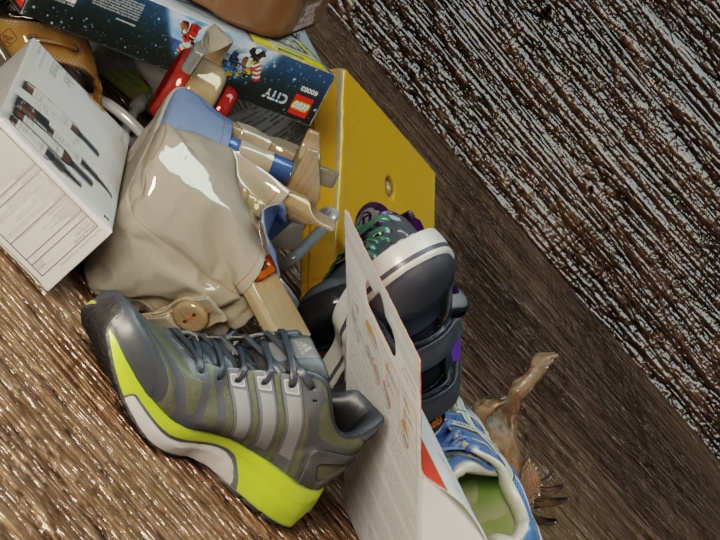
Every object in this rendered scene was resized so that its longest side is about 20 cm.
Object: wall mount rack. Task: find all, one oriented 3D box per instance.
[{"bbox_3d":[-0.098,-0.056,1.484,0.200,0.075,0.174,48,-19,-15],"label":"wall mount rack"}]

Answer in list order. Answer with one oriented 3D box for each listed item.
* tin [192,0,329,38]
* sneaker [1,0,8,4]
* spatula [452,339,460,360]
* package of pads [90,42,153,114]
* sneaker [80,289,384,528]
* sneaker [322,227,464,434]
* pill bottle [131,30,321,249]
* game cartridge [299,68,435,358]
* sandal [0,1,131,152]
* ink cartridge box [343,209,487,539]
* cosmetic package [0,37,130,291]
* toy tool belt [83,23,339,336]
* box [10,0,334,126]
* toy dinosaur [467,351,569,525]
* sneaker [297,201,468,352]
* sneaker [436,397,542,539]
[{"bbox_3d":[-0.076,-0.187,1.432,0.112,0.042,0.200,25,13,6],"label":"tin"},{"bbox_3d":[-0.230,-0.225,1.517,0.076,0.075,0.200,49,7,-5],"label":"sneaker"},{"bbox_3d":[0.061,0.070,1.652,0.200,0.021,0.057,90,4,-59],"label":"spatula"},{"bbox_3d":[-0.183,-0.204,1.683,0.200,0.068,0.155,55,10,34],"label":"package of pads"},{"bbox_3d":[-0.063,0.054,1.138,0.200,0.081,0.074,39,13,-50],"label":"sneaker"},{"bbox_3d":[0.025,0.053,1.343,0.079,0.078,0.200,53,-28,18],"label":"sneaker"},{"bbox_3d":[-0.073,-0.111,1.608,0.113,0.113,0.200,58,-2,43],"label":"pill bottle"},{"bbox_3d":[0.005,-0.012,1.580,0.176,0.032,0.200,45,44,-57],"label":"game cartridge"},{"bbox_3d":[-0.196,-0.137,1.375,0.200,0.055,0.082,50,9,3],"label":"sandal"},{"bbox_3d":[0.030,0.089,1.218,0.163,0.057,0.200,-117,-153,-57],"label":"ink cartridge box"},{"bbox_3d":[-0.168,-0.061,1.208,0.083,0.051,0.200,48,9,-15],"label":"cosmetic package"},{"bbox_3d":[-0.071,-0.036,1.265,0.123,0.125,0.200,30,32,-12],"label":"toy tool belt"},{"bbox_3d":[-0.127,-0.159,1.389,0.200,0.038,0.137,20,15,-30],"label":"box"},{"bbox_3d":[0.086,0.138,1.569,0.200,0.086,0.136,-37,123,-66],"label":"toy dinosaur"},{"bbox_3d":[0.000,0.000,1.459,0.088,0.074,0.200,69,19,9],"label":"sneaker"},{"bbox_3d":[0.058,0.117,1.433,0.200,0.076,0.077,52,-18,28],"label":"sneaker"}]
